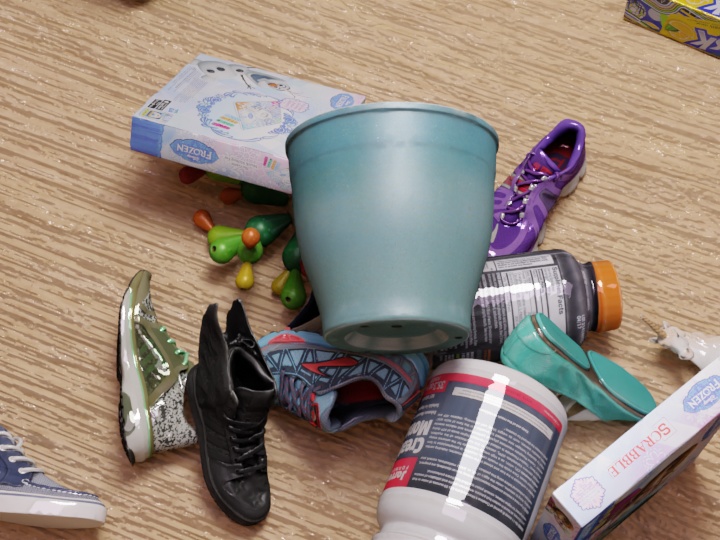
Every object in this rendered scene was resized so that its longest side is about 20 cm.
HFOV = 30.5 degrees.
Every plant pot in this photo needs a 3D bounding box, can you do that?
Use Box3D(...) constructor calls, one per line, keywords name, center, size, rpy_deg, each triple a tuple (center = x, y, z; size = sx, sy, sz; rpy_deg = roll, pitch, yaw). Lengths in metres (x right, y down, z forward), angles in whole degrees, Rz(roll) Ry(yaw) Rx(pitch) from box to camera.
Box3D(name="plant pot", center=(0.029, -0.027, 1.205), size=(0.199, 0.200, 0.189), rpy_deg=(0, 73, 0))

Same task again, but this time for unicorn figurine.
Box3D(name="unicorn figurine", center=(0.386, 0.090, 1.322), size=(0.199, 0.074, 0.138), rpy_deg=(-16, 54, -24))

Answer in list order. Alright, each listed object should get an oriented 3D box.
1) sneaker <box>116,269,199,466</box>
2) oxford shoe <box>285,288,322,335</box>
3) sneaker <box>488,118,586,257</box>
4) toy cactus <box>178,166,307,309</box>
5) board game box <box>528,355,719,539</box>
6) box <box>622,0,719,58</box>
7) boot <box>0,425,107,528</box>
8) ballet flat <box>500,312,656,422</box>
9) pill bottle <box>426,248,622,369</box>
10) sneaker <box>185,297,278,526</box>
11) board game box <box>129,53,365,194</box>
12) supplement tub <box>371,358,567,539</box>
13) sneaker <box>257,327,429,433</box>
Box3D(name="sneaker", center=(-0.198, 0.096, 1.319), size=(0.088, 0.077, 0.201), rpy_deg=(-1, 68, -14))
Box3D(name="oxford shoe", center=(0.000, 0.000, 1.325), size=(0.075, 0.070, 0.201), rpy_deg=(35, 79, -26))
Box3D(name="sneaker", center=(0.174, -0.084, 1.396), size=(0.080, 0.084, 0.200), rpy_deg=(28, 67, 14))
Box3D(name="toy cactus", center=(-0.088, -0.058, 1.386), size=(0.164, 0.103, 0.200), rpy_deg=(-24, 56, -23))
Box3D(name="board game box", center=(0.244, 0.185, 1.194), size=(0.199, 0.200, 0.041), rpy_deg=(-36, 70, -16))
Box3D(name="box", center=(0.407, -0.292, 1.510), size=(0.199, 0.070, 0.064), rpy_deg=(25, 68, 12))
Box3D(name="boot", center=(-0.334, 0.191, 1.258), size=(0.199, 0.073, 0.091), rpy_deg=(6, 69, 4))
Box3D(name="ballet flat", center=(0.205, 0.106, 1.281), size=(0.070, 0.200, 0.068), rpy_deg=(-40, 38, 23))
Box3D(name="pill bottle", center=(0.158, 0.036, 1.322), size=(0.199, 0.106, 0.107), rpy_deg=(-6, 63, -4))
Box3D(name="sneaker", center=(-0.115, 0.135, 1.248), size=(0.060, 0.104, 0.201), rpy_deg=(-10, 74, -37))
Box3D(name="board game box", center=(-0.114, -0.157, 1.401), size=(0.198, 0.044, 0.200), rpy_deg=(15, 30, 8))
Box3D(name="supplement tub", center=(0.099, 0.196, 1.220), size=(0.140, 0.141, 0.201), rpy_deg=(20, 64, 10))
Box3D(name="sneaker", center=(-0.038, 0.110, 1.265), size=(0.199, 0.080, 0.096), rpy_deg=(-5, 35, 20))
